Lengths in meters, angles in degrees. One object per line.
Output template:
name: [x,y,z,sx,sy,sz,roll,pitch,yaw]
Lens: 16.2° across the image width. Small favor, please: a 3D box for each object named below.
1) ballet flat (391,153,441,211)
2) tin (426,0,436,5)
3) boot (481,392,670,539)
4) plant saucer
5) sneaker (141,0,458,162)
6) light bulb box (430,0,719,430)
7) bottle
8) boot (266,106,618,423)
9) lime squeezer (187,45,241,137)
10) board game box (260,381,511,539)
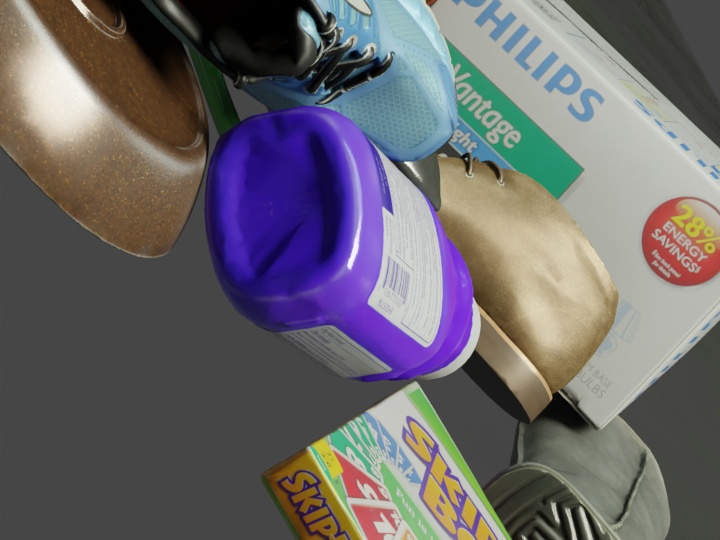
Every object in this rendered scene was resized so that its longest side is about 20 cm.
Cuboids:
ballet flat: [-0.024,-0.110,1.054,0.200,0.068,0.068,44,-2,4]
tin: [-0.023,-0.201,1.125,0.200,0.042,0.112,57,18,-9]
boot: [0.118,0.140,1.149,0.182,0.072,0.200,59,7,2]
plant saucer: [-0.111,-0.098,0.902,0.200,0.034,0.200,53,13,-18]
sneaker: [-0.033,-0.088,0.937,0.200,0.078,0.090,35,24,-40]
light bulb box: [0.102,-0.040,1.251,0.198,0.125,0.200,44,12,8]
bottle: [0.000,0.000,0.992,0.200,0.065,0.084,38,44,-68]
boot: [0.034,-0.031,1.127,0.200,0.075,0.074,49,-9,-7]
lime squeezer: [-0.091,-0.139,1.010,0.200,0.038,0.071,54,-8,-14]
board game box: [0.020,0.098,0.957,0.096,0.030,0.200,59,11,2]
